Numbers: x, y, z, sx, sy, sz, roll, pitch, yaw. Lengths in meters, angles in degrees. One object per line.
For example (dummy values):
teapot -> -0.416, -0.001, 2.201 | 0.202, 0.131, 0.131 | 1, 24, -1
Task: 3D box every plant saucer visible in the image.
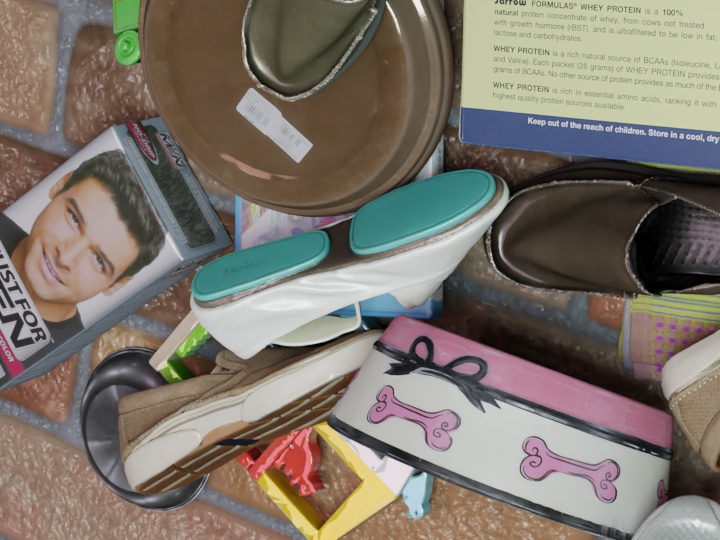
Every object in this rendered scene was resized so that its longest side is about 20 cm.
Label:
plant saucer -> -0.043, -0.121, 1.110 | 0.199, 0.029, 0.201 | 10, 118, 19

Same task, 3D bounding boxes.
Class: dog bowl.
dog bowl -> 0.085, 0.085, 1.065 | 0.199, 0.200, 0.074 | 19, 89, 26

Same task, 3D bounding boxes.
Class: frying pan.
frying pan -> -0.118, 0.109, 1.284 | 0.189, 0.031, 0.116 | -3, 100, 35

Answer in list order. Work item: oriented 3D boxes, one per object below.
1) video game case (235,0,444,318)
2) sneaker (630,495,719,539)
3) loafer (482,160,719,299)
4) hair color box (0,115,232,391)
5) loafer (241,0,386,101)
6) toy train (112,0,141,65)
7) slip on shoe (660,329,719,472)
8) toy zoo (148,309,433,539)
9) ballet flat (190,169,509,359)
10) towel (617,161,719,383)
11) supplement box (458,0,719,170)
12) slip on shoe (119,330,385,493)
video game case -> -0.015, -0.074, 1.167 | 0.142, 0.018, 0.201 | 2, 94, 30
sneaker -> 0.179, 0.180, 1.030 | 0.070, 0.080, 0.201 | 9, 136, 20
loafer -> 0.150, -0.021, 1.039 | 0.199, 0.071, 0.074 | -3, 99, 31
hair color box -> -0.190, -0.009, 1.278 | 0.200, 0.061, 0.099 | -33, 83, 31
loafer -> -0.018, -0.161, 1.003 | 0.075, 0.070, 0.200 | 36, 132, 5
toy train -> -0.069, -0.164, 1.164 | 0.199, 0.042, 0.057 | -11, 76, 30
slip on shoe -> 0.240, 0.036, 0.989 | 0.200, 0.076, 0.061 | -37, 53, 34
toy zoo -> -0.028, 0.083, 1.213 | 0.200, 0.020, 0.131 | 47, 110, 14
ballet flat -> 0.000, 0.000, 1.099 | 0.199, 0.069, 0.070 | -20, 91, 15
towel -> 0.234, 0.000, 1.051 | 0.199, 0.023, 0.145 | 7, 104, 29
supplement box -> 0.168, -0.164, 0.985 | 0.199, 0.134, 0.201 | 8, 105, 29
slip on shoe -> -0.066, 0.073, 1.176 | 0.199, 0.076, 0.061 | -29, 68, 27
